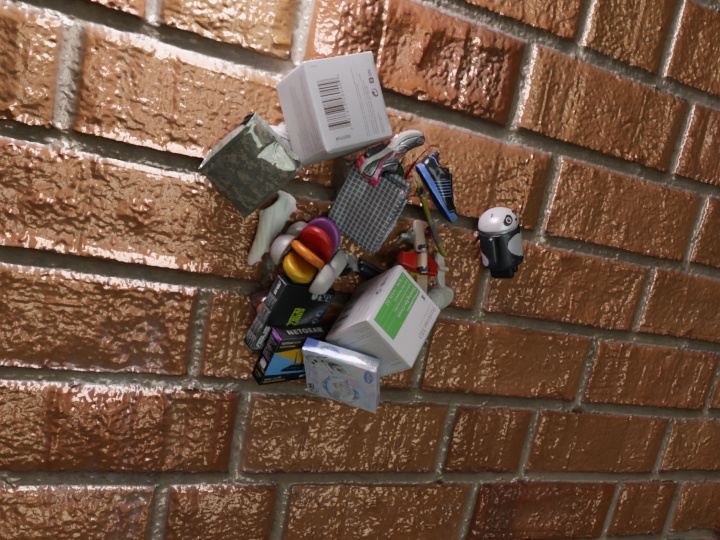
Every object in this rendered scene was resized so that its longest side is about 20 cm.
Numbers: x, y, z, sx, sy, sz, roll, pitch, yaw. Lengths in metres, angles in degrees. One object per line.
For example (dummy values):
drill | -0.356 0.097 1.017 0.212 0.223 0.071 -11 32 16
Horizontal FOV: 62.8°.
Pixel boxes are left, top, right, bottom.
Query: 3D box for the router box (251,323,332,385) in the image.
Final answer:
router box | -0.169 0.214 1.521 0.197 0.051 0.152 0 125 -48

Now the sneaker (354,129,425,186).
sneaker | 0.078 -0.272 1.420 0.197 0.081 0.076 -33 88 -20

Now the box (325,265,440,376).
box | 0.057 0.138 1.508 0.172 0.198 0.201 46 52 -15

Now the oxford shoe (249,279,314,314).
oxford shoe | -0.195 0.054 1.532 0.197 0.073 0.072 -22 142 -36

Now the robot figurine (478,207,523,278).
robot figurine | 0.407 -0.080 1.704 0.121 0.151 0.206 -14 109 -4

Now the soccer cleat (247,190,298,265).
soccer cleat | -0.234 -0.108 1.479 0.077 0.069 0.203 35 85 -15

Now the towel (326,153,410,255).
towel | 0.019 -0.166 1.485 0.164 0.085 0.203 35 116 12

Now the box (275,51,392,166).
box | -0.062 -0.373 1.376 0.196 0.170 0.205 -20 98 -31

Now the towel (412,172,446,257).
towel | 0.184 -0.149 1.581 0.022 0.145 0.203 -20 120 7

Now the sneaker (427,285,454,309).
sneaker | 0.187 0.100 1.689 0.195 0.081 0.079 -18 108 -18

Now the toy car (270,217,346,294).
toy car | -0.112 -0.058 1.450 0.173 0.200 0.151 36 121 1

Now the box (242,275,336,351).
box | -0.177 0.115 1.502 0.191 0.047 0.203 10 116 -54

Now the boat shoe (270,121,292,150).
boat shoe | -0.180 -0.327 1.439 0.195 0.072 0.068 17 79 -18

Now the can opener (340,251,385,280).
can opener | 0.000 0.000 1.612 0.196 0.054 0.067 23 129 -23

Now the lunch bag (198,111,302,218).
lunch bag | -0.247 -0.253 1.365 0.197 0.119 0.164 -30 118 28

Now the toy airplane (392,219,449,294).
toy airplane | 0.156 -0.009 1.625 0.138 0.202 0.203 -8 122 28

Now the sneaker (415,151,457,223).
sneaker | 0.229 -0.228 1.626 0.077 0.070 0.202 -35 114 -4

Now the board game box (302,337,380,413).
board game box | -0.046 0.270 1.501 0.194 0.044 0.203 16 140 14

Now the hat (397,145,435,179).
hat | 0.081 -0.217 1.509 0.161 0.176 0.207 -6 106 -21
